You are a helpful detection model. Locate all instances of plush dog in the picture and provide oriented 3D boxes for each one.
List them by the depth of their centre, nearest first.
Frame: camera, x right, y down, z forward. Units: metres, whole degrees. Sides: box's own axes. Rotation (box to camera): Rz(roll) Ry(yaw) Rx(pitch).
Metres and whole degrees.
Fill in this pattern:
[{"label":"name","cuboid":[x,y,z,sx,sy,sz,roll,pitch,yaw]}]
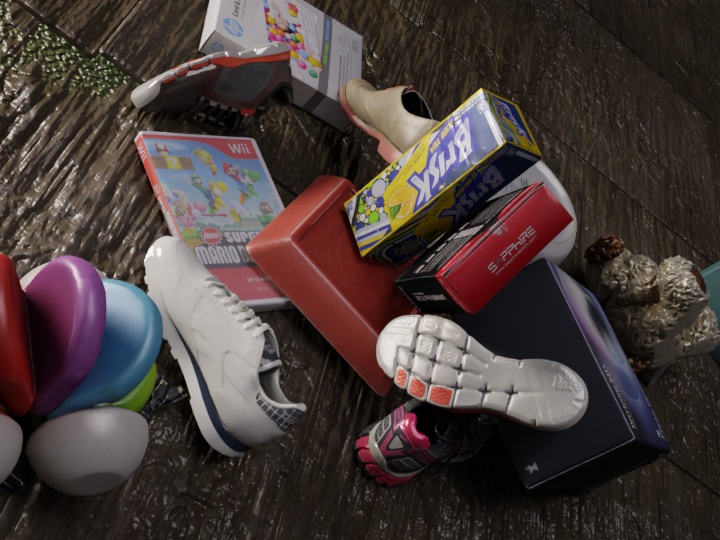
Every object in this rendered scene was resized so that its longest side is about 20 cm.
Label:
[{"label":"plush dog","cuboid":[0.360,0.040,1.278,0.200,0.160,0.172,45,12,-52]}]

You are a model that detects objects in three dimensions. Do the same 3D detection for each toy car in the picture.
[{"label":"toy car","cuboid":[-0.223,0.051,0.654,0.199,0.150,0.175,6,50,-35]}]

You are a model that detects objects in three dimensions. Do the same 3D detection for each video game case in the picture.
[{"label":"video game case","cuboid":[-0.129,-0.049,0.958,0.143,0.017,0.200,-4,61,-45]}]

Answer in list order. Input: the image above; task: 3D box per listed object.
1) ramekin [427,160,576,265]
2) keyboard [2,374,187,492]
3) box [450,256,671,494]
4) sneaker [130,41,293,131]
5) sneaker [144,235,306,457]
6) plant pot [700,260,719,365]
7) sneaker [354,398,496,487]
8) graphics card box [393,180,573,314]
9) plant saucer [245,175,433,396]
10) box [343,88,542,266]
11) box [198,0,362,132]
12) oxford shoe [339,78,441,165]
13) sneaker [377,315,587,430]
[{"label":"ramekin","cuboid":[0.172,-0.068,1.188,0.200,0.105,0.201,25,45,-27]},{"label":"keyboard","cuboid":[-0.214,0.095,0.755,0.127,0.021,0.200,38,40,-3]},{"label":"box","cuboid":[0.212,0.116,1.007,0.198,0.123,0.201,24,40,-60]},{"label":"sneaker","cuboid":[-0.142,-0.184,1.016,0.200,0.077,0.082,-24,102,-37]},{"label":"sneaker","cuboid":[-0.115,0.053,0.820,0.200,0.080,0.076,63,19,11]},{"label":"plant pot","cuboid":[0.600,0.024,1.439,0.141,0.200,0.142,-20,73,-49]},{"label":"sneaker","cuboid":[0.085,0.150,0.946,0.200,0.075,0.081,-20,73,-50]},{"label":"graphics card box","cuboid":[0.108,-0.016,0.916,0.125,0.200,0.051,-43,96,-10]},{"label":"plant saucer","cuboid":[0.000,0.000,1.004,0.200,0.037,0.200,47,34,-6]},{"label":"box","cuboid":[0.078,-0.088,0.964,0.064,0.200,0.070,12,50,-45]},{"label":"box","cuboid":[-0.089,-0.273,1.166,0.200,0.041,0.156,26,44,-24]},{"label":"oxford shoe","cuboid":[0.041,-0.176,1.080,0.070,0.075,0.200,11,28,-37]},{"label":"sneaker","cuboid":[0.109,0.105,0.892,0.199,0.082,0.077,21,77,21]}]
